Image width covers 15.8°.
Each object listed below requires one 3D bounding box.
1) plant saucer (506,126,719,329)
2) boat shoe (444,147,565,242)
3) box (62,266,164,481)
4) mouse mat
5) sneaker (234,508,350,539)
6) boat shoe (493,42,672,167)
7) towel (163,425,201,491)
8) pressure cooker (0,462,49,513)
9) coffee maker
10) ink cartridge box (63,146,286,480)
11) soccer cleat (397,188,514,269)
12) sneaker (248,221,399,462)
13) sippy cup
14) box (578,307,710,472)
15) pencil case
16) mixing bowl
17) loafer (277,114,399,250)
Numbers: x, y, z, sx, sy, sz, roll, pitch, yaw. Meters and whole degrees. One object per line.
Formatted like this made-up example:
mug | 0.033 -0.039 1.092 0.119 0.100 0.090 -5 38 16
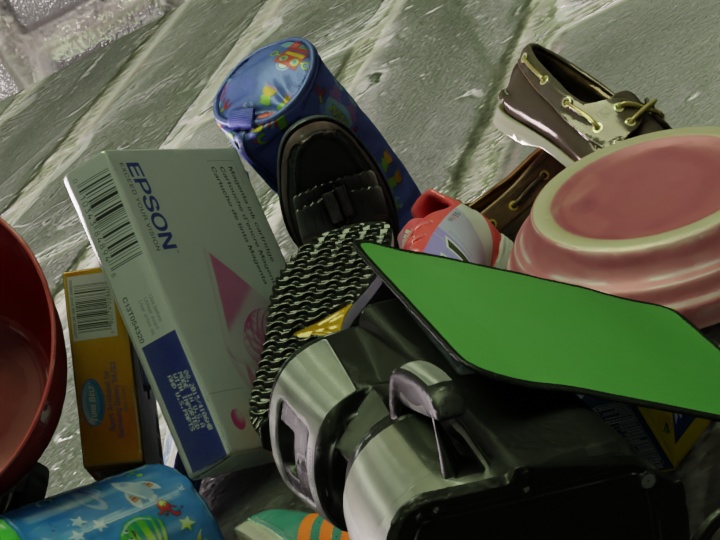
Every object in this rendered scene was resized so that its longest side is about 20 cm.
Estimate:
plant saucer | 0.180 -0.030 1.543 0.200 0.051 0.201 -14 27 8
boat shoe | 0.069 -0.020 1.787 0.200 0.068 0.072 -31 15 2
box | -0.150 0.075 1.606 0.041 0.120 0.200 -7 -12 -3
mouse mat | 0.106 0.033 1.259 0.161 0.199 0.008 48 123 59
sneaker | 0.003 0.158 1.368 0.080 0.072 0.200 -32 20 -20
boat shoe | 0.165 -0.092 1.708 0.072 0.060 0.200 1 22 -38
towel | -0.105 0.077 1.740 0.200 0.024 0.148 -106 31 -75
pressure cooker | -0.287 0.171 1.644 0.179 0.199 0.176 -54 15 33
coffee maker | 0.069 0.103 1.237 0.200 0.191 0.135 -127 52 -62
ink cartridge box | -0.074 0.019 1.568 0.043 0.197 0.200 -30 -11 29
soccer cleat | 0.046 0.006 1.583 0.068 0.073 0.200 -45 4 21
sneaker | -0.013 0.058 1.532 0.070 0.090 0.200 -8 38 21
sippy cup | -0.147 0.179 1.485 0.130 0.140 0.178 -26 55 -23
box | 0.096 0.082 1.423 0.199 0.064 0.070 -16 21 43
pencil case | -0.016 -0.056 1.683 0.078 0.200 0.087 -4 45 41
mixing bowl | -0.249 0.066 1.521 0.200 0.201 0.108 -29 -24 8
loafer | 0.000 0.000 1.626 0.072 0.201 0.063 -18 25 -8
